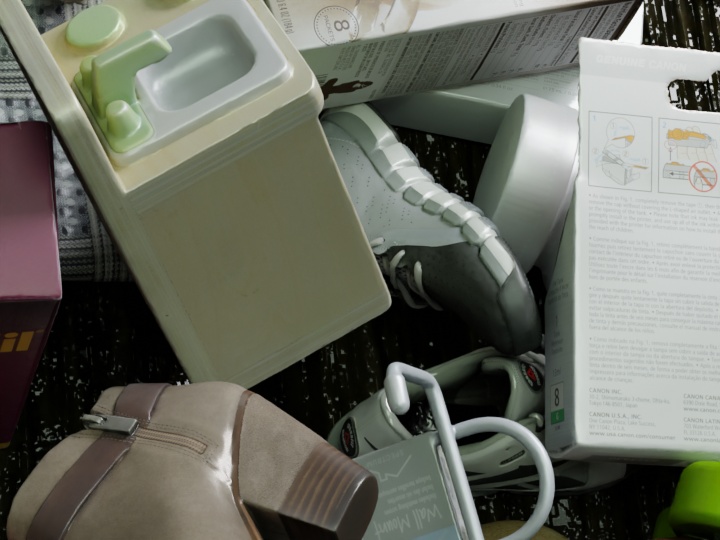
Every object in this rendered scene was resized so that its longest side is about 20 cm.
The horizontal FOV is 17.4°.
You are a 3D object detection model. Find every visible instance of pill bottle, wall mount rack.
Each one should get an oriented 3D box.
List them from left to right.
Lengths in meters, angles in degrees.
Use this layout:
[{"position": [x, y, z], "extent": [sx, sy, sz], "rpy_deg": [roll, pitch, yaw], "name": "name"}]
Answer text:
[{"position": [-0.005, 0.145, 1.075], "extent": [0.199, 0.075, 0.174], "rpy_deg": [-22, 73, 21], "name": "wall mount rack"}, {"position": [0.162, -0.017, 1.228], "extent": [0.199, 0.110, 0.110], "rpy_deg": [18, 63, -7], "name": "pill bottle"}]

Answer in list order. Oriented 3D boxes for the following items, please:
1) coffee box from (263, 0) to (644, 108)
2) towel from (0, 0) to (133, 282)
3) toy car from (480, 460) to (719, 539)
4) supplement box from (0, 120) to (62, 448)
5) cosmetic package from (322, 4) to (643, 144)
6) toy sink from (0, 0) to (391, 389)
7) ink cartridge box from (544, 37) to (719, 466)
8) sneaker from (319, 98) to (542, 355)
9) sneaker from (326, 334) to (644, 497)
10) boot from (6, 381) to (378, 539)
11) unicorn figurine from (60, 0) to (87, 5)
[{"position": [0.031, -0.158, 1.215], "extent": [0.199, 0.080, 0.115], "rpy_deg": [-12, 70, -18], "name": "coffee box"}, {"position": [-0.184, -0.088, 1.208], "extent": [0.192, 0.035, 0.201], "rpy_deg": [0, 67, -15], "name": "towel"}, {"position": [0.082, 0.164, 1.115], "extent": [0.199, 0.158, 0.165], "rpy_deg": [17, 70, 5], "name": "toy car"}, {"position": [-0.204, 0.013, 1.064], "extent": [0.110, 0.200, 0.086], "rpy_deg": [-2, 68, -16], "name": "supplement box"}, {"position": [0.056, -0.150, 1.290], "extent": [0.199, 0.052, 0.151], "rpy_deg": [11, 67, -10], "name": "cosmetic package"}, {"position": [-0.077, -0.062, 1.077], "extent": [0.112, 0.200, 0.130], "rpy_deg": [-29, 44, -6], "name": "toy sink"}, {"position": [0.171, -0.005, 1.149], "extent": [0.160, 0.050, 0.201], "rpy_deg": [4, 77, -16], "name": "ink cartridge box"}, {"position": [0.000, 0.000, 1.180], "extent": [0.115, 0.075, 0.200], "rpy_deg": [-29, 44, -13], "name": "sneaker"}, {"position": [0.087, 0.072, 1.183], "extent": [0.199, 0.089, 0.074], "rpy_deg": [-12, 69, -21], "name": "sneaker"}, {"position": [-0.089, 0.128, 1.002], "extent": [0.146, 0.070, 0.200], "rpy_deg": [13, 44, 25], "name": "boot"}, {"position": [-0.148, -0.198, 1.231], "extent": [0.200, 0.074, 0.137], "rpy_deg": [24, 48, 32], "name": "unicorn figurine"}]
